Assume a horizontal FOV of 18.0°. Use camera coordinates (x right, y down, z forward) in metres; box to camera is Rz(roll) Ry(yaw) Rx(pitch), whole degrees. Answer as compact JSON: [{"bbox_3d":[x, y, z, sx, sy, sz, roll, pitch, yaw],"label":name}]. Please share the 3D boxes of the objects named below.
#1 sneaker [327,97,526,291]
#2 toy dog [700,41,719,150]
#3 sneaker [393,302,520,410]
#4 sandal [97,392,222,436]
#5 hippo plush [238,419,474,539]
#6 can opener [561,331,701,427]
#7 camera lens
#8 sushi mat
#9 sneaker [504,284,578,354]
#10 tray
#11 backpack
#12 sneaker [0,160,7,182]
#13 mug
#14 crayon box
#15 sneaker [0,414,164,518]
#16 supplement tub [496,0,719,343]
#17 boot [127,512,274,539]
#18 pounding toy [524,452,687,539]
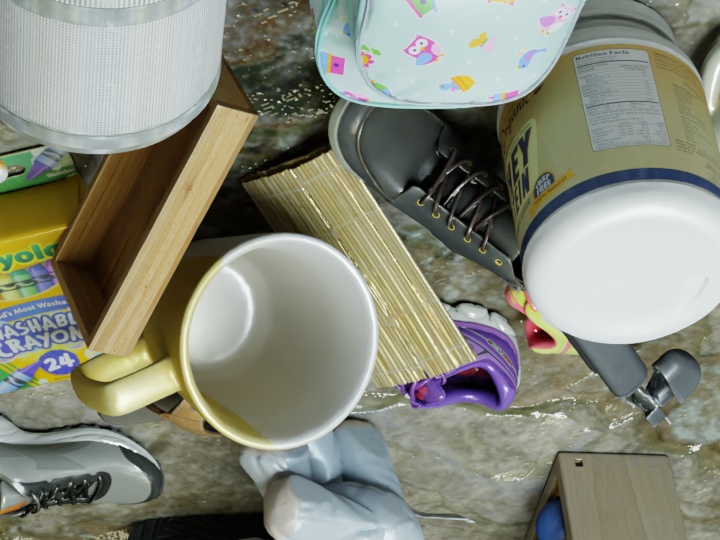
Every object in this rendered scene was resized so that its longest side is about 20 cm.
[{"bbox_3d":[0.065,-0.060,1.555,0.075,0.106,0.200,-54,137,-2],"label":"sneaker"},{"bbox_3d":[0.347,-0.106,1.554,0.199,0.140,0.195,-26,99,23],"label":"toy dog"},{"bbox_3d":[0.032,0.062,1.722,0.199,0.084,0.081,9,137,-16],"label":"sneaker"},{"bbox_3d":[-0.106,0.101,1.770,0.199,0.055,0.082,1,139,-9],"label":"sandal"},{"bbox_3d":[-0.033,0.220,1.821,0.199,0.160,0.161,23,120,-18],"label":"hippo plush"},{"bbox_3d":[0.199,0.055,1.671,0.067,0.053,0.200,-42,145,-1],"label":"can opener"},{"bbox_3d":[-0.157,-0.183,1.356,0.159,0.161,0.201,1,139,-8],"label":"camera lens"},{"bbox_3d":[0.000,0.000,1.631,0.095,0.012,0.200,-17,118,34],"label":"sushi mat"},{"bbox_3d":[0.150,0.005,1.677,0.090,0.078,0.201,-7,140,4],"label":"sneaker"},{"bbox_3d":[-0.140,-0.052,1.513,0.037,0.099,0.201,12,121,-34],"label":"tray"},{"bbox_3d":[0.052,-0.184,1.395,0.175,0.154,0.200,-2,146,-13],"label":"backpack"},{"bbox_3d":[-0.325,-0.070,1.537,0.199,0.078,0.078,-17,95,30],"label":"sneaker"},{"bbox_3d":[-0.102,0.036,1.609,0.186,0.153,0.150,12,92,-27],"label":"mug"},{"bbox_3d":[-0.241,0.003,1.642,0.125,0.052,0.200,-12,138,6],"label":"crayon box"},{"bbox_3d":[-0.254,0.166,1.808,0.199,0.080,0.074,10,135,-20],"label":"sneaker"},{"bbox_3d":[0.166,-0.069,1.498,0.143,0.201,0.145,-4,139,-3],"label":"supplement tub"},{"bbox_3d":[-0.102,0.287,1.962,0.210,0.080,0.158,4,132,4],"label":"boot"},{"bbox_3d":[0.185,0.288,1.924,0.141,0.185,0.201,3,139,-11],"label":"pounding toy"}]
